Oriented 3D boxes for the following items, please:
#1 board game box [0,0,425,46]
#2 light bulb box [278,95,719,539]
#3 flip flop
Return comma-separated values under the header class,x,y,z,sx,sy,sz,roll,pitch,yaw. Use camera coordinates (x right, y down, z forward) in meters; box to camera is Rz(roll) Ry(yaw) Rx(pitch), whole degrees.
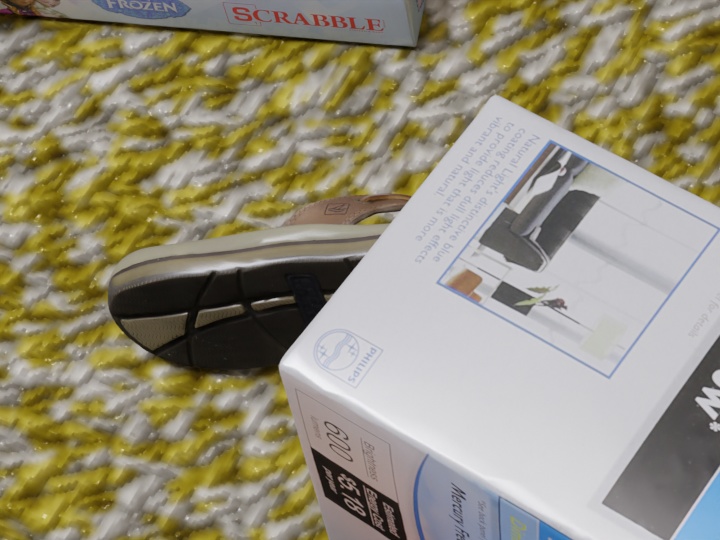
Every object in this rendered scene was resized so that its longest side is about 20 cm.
class,x,y,z,sx,sy,sz,roll,pitch,yaw
board game box,-0.055,-0.199,1.030,0.199,0.041,0.200,6,62,13
light bulb box,0.099,0.078,0.758,0.200,0.198,0.125,29,67,23
flip flop,0.000,0.000,0.898,0.199,0.081,0.058,-3,46,14
